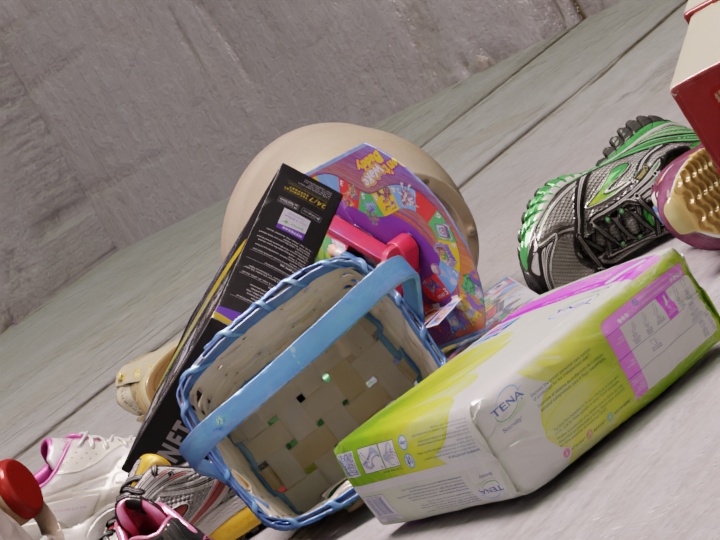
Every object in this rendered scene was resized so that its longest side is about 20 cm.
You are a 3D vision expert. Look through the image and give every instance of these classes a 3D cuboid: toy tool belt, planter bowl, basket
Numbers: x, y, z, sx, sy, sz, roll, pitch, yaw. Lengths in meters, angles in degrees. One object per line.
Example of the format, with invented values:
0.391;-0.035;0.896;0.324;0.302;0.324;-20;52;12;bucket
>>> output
-0.283;0.218;1.736;0.123;0.125;0.200;-33;25;18;toy tool belt
0.010;-0.017;1.987;0.200;0.201;0.135;-33;15;-25;planter bowl
-0.025;0.072;1.590;0.176;0.139;0.200;-40;-18;-2;basket

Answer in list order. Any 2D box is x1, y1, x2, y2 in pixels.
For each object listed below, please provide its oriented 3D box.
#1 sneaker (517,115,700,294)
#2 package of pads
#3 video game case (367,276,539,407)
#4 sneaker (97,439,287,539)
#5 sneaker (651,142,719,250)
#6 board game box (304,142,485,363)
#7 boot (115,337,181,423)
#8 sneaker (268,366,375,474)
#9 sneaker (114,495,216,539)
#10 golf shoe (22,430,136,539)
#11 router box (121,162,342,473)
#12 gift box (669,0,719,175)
0.194;-0.047;1.913;0.200;0.078;0.085;-44;33;-25;sneaker
0.103;0.070;1.501;0.200;0.068;0.154;-35;8;-34;package of pads
0.068;0.059;1.848;0.143;0.018;0.200;-34;8;-2;video game case
-0.145;0.170;1.714;0.200;0.082;0.078;-35;10;-26;sneaker
0.239;-0.046;1.787;0.090;0.075;0.200;-34;-3;32;sneaker
0.000;0.000;1.831;0.039;0.158;0.200;-35;7;-35;board game box
-0.170;0.102;2.307;0.155;0.073;0.200;-23;8;37;boot
-0.045;0.102;1.780;0.074;0.084;0.200;-35;8;-34;sneaker
-0.115;0.172;1.539;0.079;0.096;0.200;-32;6;-8;sneaker
-0.193;0.154;1.980;0.200;0.092;0.075;-30;6;-17;golf shoe
-0.091;0.044;1.803;0.200;0.052;0.157;-56;8;48;router box
0.313;-0.112;1.523;0.200;0.185;0.187;-23;18;21;gift box
